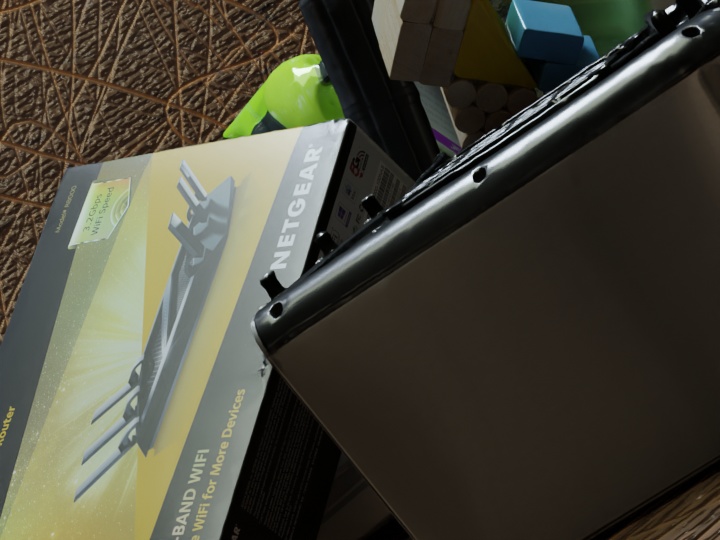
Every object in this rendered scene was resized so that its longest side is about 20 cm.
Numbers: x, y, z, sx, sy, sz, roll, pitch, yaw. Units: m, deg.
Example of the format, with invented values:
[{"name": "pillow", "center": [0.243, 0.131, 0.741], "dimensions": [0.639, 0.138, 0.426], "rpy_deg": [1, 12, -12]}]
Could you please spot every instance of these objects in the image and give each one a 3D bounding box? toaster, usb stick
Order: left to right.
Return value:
[{"name": "usb stick", "center": [0.024, -0.028, 1.057], "dimensions": [0.032, 0.201, 0.055], "rpy_deg": [-23, 1, -2]}, {"name": "toaster", "center": [0.085, -0.008, 0.827], "dimensions": [0.199, 0.119, 0.181], "rpy_deg": [-34, 3, 16]}]

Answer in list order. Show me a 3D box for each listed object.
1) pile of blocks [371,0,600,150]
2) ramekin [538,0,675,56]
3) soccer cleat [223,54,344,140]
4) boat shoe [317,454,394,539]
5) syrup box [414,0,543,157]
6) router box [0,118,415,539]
[{"name": "pile of blocks", "center": [0.068, -0.055, 0.953], "dimensions": [0.082, 0.200, 0.062], "rpy_deg": [-26, 35, 8]}, {"name": "ramekin", "center": [0.175, -0.119, 1.000], "dimensions": [0.199, 0.201, 0.098], "rpy_deg": [-34, 10, -6]}, {"name": "soccer cleat", "center": [0.000, 0.000, 1.135], "dimensions": [0.067, 0.201, 0.081], "rpy_deg": [5, -36, -47]}, {"name": "boat shoe", "center": [-0.023, 0.083, 1.086], "dimensions": [0.072, 0.069, 0.200], "rpy_deg": [-34, 2, -17]}, {"name": "syrup box", "center": [0.039, -0.141, 1.062], "dimensions": [0.079, 0.201, 0.081], "rpy_deg": [-34, 38, -16]}, {"name": "router box", "center": [-0.075, 0.045, 1.012], "dimensions": [0.157, 0.052, 0.201], "rpy_deg": [-8, 54, 38]}]
